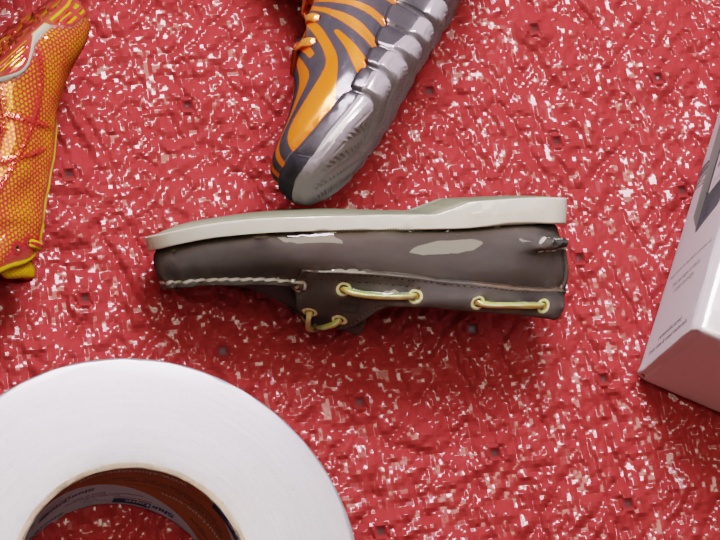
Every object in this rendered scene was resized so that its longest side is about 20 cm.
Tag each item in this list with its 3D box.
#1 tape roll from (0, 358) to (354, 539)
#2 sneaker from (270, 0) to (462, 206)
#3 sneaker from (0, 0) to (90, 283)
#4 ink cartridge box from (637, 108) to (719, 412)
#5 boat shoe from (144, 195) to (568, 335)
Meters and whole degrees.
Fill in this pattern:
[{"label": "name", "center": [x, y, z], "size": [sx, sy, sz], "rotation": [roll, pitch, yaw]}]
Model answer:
[{"label": "tape roll", "center": [-0.103, 0.143, 1.003], "size": [0.199, 0.066, 0.202], "rotation": [5, 70, -13]}, {"label": "sneaker", "center": [-0.021, -0.124, 1.121], "size": [0.112, 0.078, 0.201], "rotation": [29, 53, 3]}, {"label": "sneaker", "center": [-0.173, -0.038, 1.061], "size": [0.077, 0.073, 0.201], "rotation": [35, 68, -23]}, {"label": "ink cartridge box", "center": [0.240, -0.019, 1.137], "size": [0.145, 0.084, 0.201], "rotation": [23, 67, -5]}, {"label": "boat shoe", "center": [0.000, 0.000, 1.078], "size": [0.200, 0.072, 0.061], "rotation": [-4, 94, -7]}]
